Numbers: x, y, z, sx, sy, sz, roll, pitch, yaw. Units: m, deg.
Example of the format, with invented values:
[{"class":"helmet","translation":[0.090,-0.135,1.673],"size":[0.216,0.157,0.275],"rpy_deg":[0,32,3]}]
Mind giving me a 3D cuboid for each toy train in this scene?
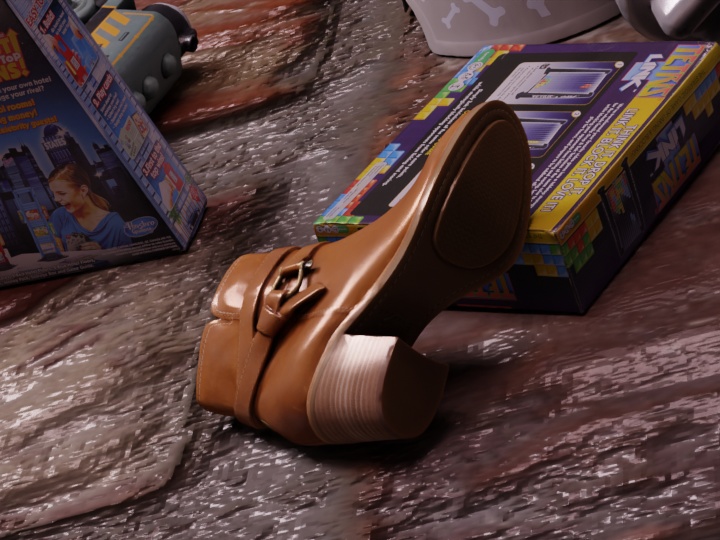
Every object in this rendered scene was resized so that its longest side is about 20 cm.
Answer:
[{"class":"toy train","translation":[-0.187,-0.121,1.914],"size":[0.113,0.086,0.200],"rpy_deg":[6,34,22]}]

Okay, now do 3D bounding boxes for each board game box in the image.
[{"class":"board game box","translation":[0.095,-0.056,1.610],"size":[0.165,0.057,0.200],"rpy_deg":[4,36,37]},{"class":"board game box","translation":[-0.222,-0.091,1.742],"size":[0.199,0.201,0.062],"rpy_deg":[-10,29,19]}]

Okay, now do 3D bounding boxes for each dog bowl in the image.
[{"class":"dog bowl","translation":[0.113,-0.215,1.891],"size":[0.199,0.059,0.200],"rpy_deg":[-16,27,8]}]

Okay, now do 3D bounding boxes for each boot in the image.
[{"class":"boot","translation":[0.000,0.000,1.511],"size":[0.155,0.077,0.201],"rpy_deg":[3,68,47]}]

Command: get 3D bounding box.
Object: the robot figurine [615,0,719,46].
[{"class":"robot figurine","translation":[0.191,-0.216,1.739],"size":[0.113,0.169,0.201],"rpy_deg":[-45,42,24]}]
